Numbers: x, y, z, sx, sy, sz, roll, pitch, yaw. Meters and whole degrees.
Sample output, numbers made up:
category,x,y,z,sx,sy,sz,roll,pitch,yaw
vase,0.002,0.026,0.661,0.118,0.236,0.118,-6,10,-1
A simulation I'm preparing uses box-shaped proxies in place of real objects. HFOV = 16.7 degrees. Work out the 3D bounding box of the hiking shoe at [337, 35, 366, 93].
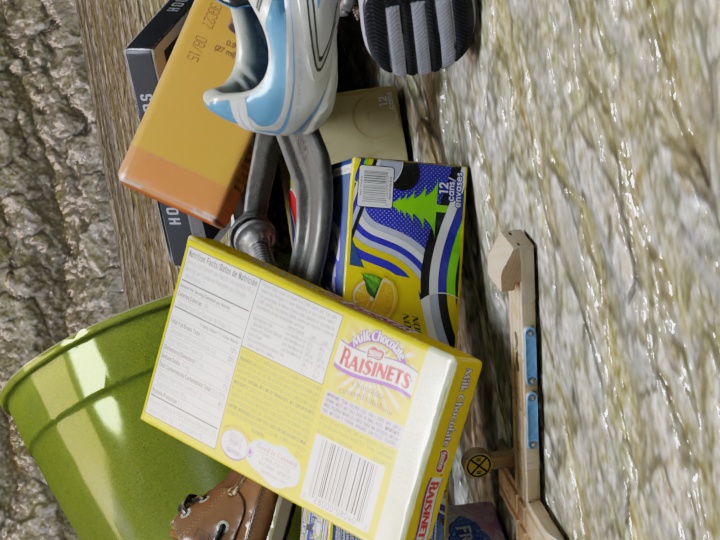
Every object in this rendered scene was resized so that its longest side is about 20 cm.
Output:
category,x,y,z,sx,sy,sz,roll,pitch,yaw
hiking shoe,-0.047,-0.138,1.523,0.101,0.075,0.201,107,150,-64

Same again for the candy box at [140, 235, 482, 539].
category,x,y,z,sx,sy,sz,roll,pitch,yaw
candy box,-0.030,0.060,1.223,0.199,0.026,0.103,24,99,42

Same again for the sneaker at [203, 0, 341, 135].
category,x,y,z,sx,sy,sz,roll,pitch,yaw
sneaker,-0.037,-0.168,1.242,0.072,0.072,0.202,26,110,62

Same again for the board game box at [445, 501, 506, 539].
category,x,y,z,sx,sy,sz,roll,pitch,yaw
board game box,0.071,0.261,1.272,0.200,0.041,0.201,-109,16,-49

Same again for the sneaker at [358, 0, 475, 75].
category,x,y,z,sx,sy,sz,roll,pitch,yaw
sneaker,0.014,-0.197,1.170,0.088,0.074,0.201,-104,10,-56

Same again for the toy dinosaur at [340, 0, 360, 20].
category,x,y,z,sx,sy,sz,roll,pitch,yaw
toy dinosaur,-0.057,-0.226,1.353,0.200,0.135,0.102,45,125,19

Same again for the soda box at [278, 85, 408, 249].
category,x,y,z,sx,sy,sz,roll,pitch,yaw
soda box,0.000,0.000,1.398,0.064,0.067,0.202,143,118,-79

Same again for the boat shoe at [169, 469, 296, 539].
category,x,y,z,sx,sy,sz,roll,pitch,yaw
boat shoe,-0.075,0.148,1.362,0.072,0.068,0.201,93,-168,-75

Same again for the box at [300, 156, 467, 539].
category,x,y,z,sx,sy,sz,roll,pitch,yaw
box,0.011,0.045,1.263,0.070,0.064,0.202,172,103,-76

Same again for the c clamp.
category,x,y,z,sx,sy,sz,roll,pitch,yaw
c clamp,-0.046,-0.008,1.324,0.200,0.027,0.172,-106,24,-54

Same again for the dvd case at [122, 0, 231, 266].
category,x,y,z,sx,sy,sz,roll,pitch,yaw
dvd case,-0.088,-0.117,1.555,0.200,0.025,0.151,-59,-36,-53

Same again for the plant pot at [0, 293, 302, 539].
category,x,y,z,sx,sy,sz,roll,pitch,yaw
plant pot,-0.104,0.136,1.554,0.200,0.199,0.194,113,137,-71

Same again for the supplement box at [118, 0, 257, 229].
category,x,y,z,sx,sy,sz,roll,pitch,yaw
supplement box,-0.070,-0.129,1.426,0.069,0.066,0.201,25,-92,-85

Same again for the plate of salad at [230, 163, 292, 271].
category,x,y,z,sx,sy,sz,roll,pitch,yaw
plate of salad,-0.034,-0.016,1.547,0.200,0.048,0.201,-17,-90,-73

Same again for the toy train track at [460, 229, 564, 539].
category,x,y,z,sx,sy,sz,roll,pitch,yaw
toy train track,0.068,0.079,1.175,0.115,0.032,0.201,-120,26,-65
